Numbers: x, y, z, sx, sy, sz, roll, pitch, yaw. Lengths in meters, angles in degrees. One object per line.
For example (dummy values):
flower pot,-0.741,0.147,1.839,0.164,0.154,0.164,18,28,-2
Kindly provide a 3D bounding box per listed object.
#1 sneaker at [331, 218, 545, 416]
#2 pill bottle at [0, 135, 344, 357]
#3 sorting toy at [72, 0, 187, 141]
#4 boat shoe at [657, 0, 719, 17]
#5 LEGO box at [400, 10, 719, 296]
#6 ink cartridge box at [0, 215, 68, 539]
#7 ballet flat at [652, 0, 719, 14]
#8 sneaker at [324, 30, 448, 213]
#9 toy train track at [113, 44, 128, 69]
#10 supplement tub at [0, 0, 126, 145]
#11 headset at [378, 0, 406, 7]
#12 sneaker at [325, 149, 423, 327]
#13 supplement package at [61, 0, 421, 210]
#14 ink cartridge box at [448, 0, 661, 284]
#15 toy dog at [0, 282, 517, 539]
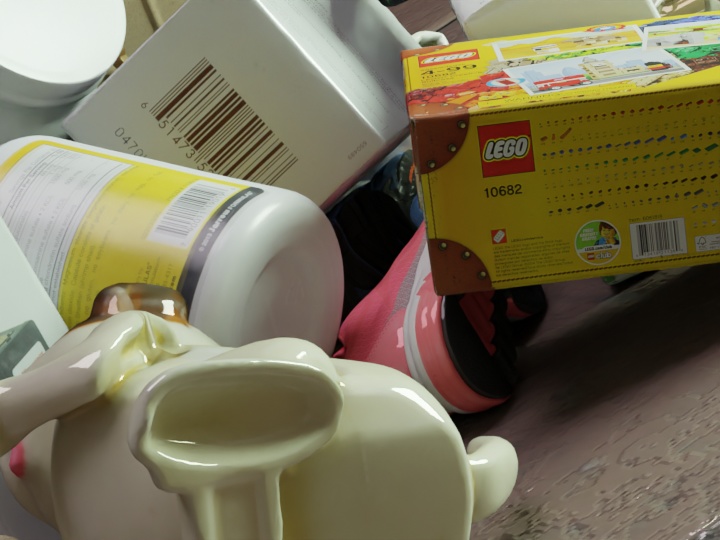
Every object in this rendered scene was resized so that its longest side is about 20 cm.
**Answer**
sneaker,0.025,0.018,1.258,0.087,0.074,0.200,-27,12,19
pill bottle,-0.116,0.002,1.213,0.200,0.112,0.112,13,35,29
sorting toy,-0.134,-0.121,1.522,0.185,0.200,0.036,-20,39,-24
boat shoe,0.154,-0.156,1.689,0.200,0.063,0.073,-22,14,31
LEGO box,0.121,-0.055,1.159,0.200,0.077,0.149,-7,15,1
ink cartridge box,-0.177,0.080,1.171,0.146,0.200,0.083,-18,17,46
ballet flat,0.205,-0.142,1.509,0.200,0.070,0.069,-29,12,4
sneaker,0.038,-0.093,1.567,0.200,0.074,0.116,-41,-14,-49
toy train track,-0.082,-0.153,1.451,0.200,0.033,0.115,-44,-2,32
supplement tub,-0.221,-0.091,1.387,0.200,0.144,0.144,-41,3,39
headset,0.086,-0.196,1.352,0.200,0.094,0.124,-43,14,9
sneaker,0.000,0.000,1.429,0.078,0.075,0.200,-35,2,19
supplement package,-0.045,-0.083,1.379,0.117,0.117,0.200,-43,0,17
ink cartridge box,0.110,-0.091,1.332,0.084,0.146,0.200,-29,11,4
toy dog,-0.061,0.066,1.039,0.194,0.140,0.200,-24,21,-29
